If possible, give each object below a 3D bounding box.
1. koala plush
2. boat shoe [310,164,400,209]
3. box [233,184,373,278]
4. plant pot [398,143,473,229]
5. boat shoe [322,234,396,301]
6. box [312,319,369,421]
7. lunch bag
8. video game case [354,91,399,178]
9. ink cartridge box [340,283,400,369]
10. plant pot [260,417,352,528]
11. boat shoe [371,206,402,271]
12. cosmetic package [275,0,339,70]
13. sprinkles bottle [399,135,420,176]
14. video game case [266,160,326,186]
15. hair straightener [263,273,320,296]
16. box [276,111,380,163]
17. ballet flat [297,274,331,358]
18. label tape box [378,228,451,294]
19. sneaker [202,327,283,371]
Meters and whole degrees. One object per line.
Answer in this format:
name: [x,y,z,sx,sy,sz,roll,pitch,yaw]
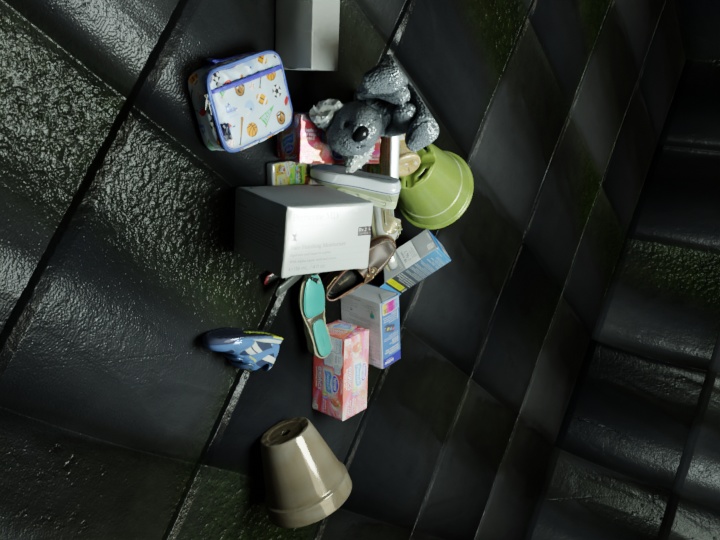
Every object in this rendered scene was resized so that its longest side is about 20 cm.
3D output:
koala plush: [0.018,-0.287,1.322,0.199,0.185,0.178,-35,116,13]
boat shoe: [-0.014,-0.171,1.439,0.072,0.197,0.063,-41,141,-59]
box: [-0.112,-0.083,1.338,0.196,0.199,0.133,-7,110,-36]
plant pot: [0.144,-0.219,1.635,0.190,0.197,0.203,28,79,-63]
boat shoe: [0.000,0.000,1.554,0.199,0.070,0.071,-40,107,9]
box: [-0.046,0.231,1.638,0.094,0.101,0.204,-16,113,-48]
lunch bag: [-0.216,-0.311,1.269,0.199,0.075,0.163,-36,125,-42]
video game case: [0.032,-0.275,1.507,0.023,0.182,0.204,-7,109,-25]
ink cartridge box: [0.024,0.143,1.671,0.076,0.135,0.204,-20,117,-43]
plant pot: [-0.135,0.427,1.534,0.199,0.198,0.176,-31,109,-43]
boat shoe: [0.061,-0.102,1.621,0.075,0.067,0.204,41,34,-78]
cosmetic package: [-0.101,-0.485,1.335,0.090,0.106,0.204,-19,118,-48]
sprinkles bottle: [0.068,-0.304,1.547,0.068,0.068,0.202,24,39,-52]
video game case: [-0.126,-0.135,1.482,0.181,0.023,0.204,-19,117,-48]
hair straightener: [-0.109,0.003,1.490,0.199,0.077,0.041,-31,159,-38]
box: [-0.063,-0.269,1.420,0.197,0.099,0.097,-7,107,-35]
ballet flat: [-0.111,0.099,1.547,0.067,0.062,0.204,-19,110,-36]
label tape box: [0.117,-0.009,1.757,0.198,0.064,0.144,-34,158,10]
sneaker: [-0.234,0.161,1.397,0.199,0.073,0.084,13,93,-52]
